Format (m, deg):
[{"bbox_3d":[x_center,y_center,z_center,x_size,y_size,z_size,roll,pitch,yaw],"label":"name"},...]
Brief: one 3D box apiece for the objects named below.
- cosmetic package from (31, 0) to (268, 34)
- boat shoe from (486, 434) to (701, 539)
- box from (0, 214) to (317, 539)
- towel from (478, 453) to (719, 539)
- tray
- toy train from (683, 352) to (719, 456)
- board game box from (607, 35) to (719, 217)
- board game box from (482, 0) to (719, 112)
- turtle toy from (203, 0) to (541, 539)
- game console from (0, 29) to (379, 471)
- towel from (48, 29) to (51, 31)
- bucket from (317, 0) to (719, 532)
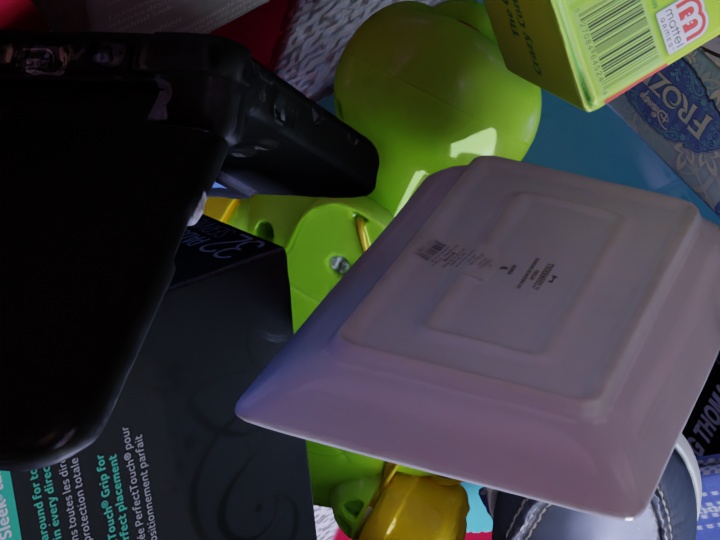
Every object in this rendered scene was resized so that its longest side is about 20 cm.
[{"bbox_3d":[-0.049,-0.144,0.726,0.107,0.090,0.200,-28,155,-17],"label":"cosmetic package"},{"bbox_3d":[0.071,0.115,0.958,0.075,0.062,0.200,6,145,-3],"label":"boat shoe"},{"bbox_3d":[-0.134,0.059,0.794,0.200,0.148,0.124,-20,114,-31],"label":"box"},{"bbox_3d":[0.144,0.117,1.024,0.145,0.024,0.200,-11,141,21],"label":"towel"},{"bbox_3d":[0.046,0.008,0.798,0.200,0.107,0.022,-51,151,-65],"label":"tray"},{"bbox_3d":[0.146,0.056,1.059,0.114,0.087,0.200,-32,158,-26],"label":"toy train"},{"bbox_3d":[0.143,-0.089,0.960,0.200,0.199,0.043,-12,141,-45],"label":"board game box"},{"bbox_3d":[0.061,-0.154,0.762,0.102,0.048,0.200,-31,121,-16],"label":"board game box"},{"bbox_3d":[0.000,0.000,0.965,0.101,0.146,0.200,-54,171,-50],"label":"turtle toy"},{"bbox_3d":[-0.118,-0.001,0.742,0.200,0.117,0.176,4,170,20],"label":"game console"},{"bbox_3d":[-0.104,-0.008,0.965,0.133,0.034,0.200,-42,160,-12],"label":"towel"},{"bbox_3d":[0.067,-0.005,1.110,0.207,0.135,0.207,-30,158,-14],"label":"bucket"}]
